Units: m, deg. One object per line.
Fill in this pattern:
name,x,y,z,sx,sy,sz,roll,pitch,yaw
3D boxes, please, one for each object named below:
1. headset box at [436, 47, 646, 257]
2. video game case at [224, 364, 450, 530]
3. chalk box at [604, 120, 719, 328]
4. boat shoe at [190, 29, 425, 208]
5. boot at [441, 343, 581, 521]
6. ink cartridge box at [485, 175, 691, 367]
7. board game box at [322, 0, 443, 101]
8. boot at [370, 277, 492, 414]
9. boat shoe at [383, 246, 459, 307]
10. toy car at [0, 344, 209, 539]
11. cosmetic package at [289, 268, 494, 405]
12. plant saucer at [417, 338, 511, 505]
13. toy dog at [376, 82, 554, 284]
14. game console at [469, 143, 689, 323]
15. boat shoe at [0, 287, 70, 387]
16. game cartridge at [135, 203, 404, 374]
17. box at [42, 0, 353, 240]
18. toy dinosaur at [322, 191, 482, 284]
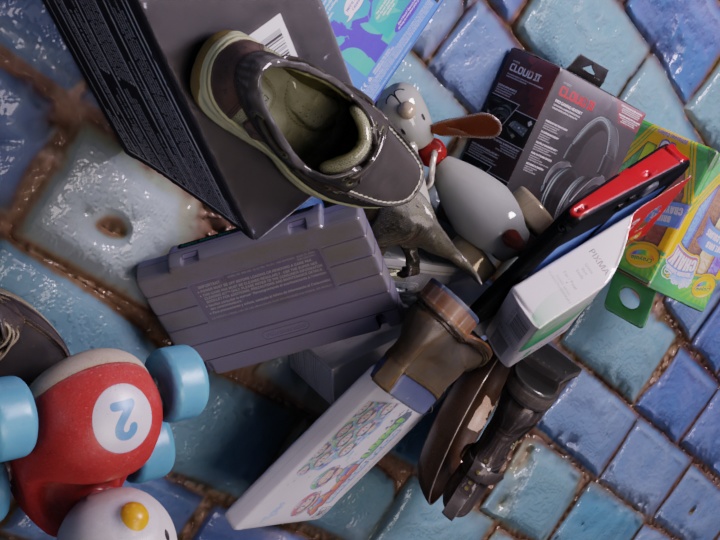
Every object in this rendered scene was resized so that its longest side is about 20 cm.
headset box,0.184,-0.114,1.137,0.148,0.077,0.202,16,104,-42
video game case,-0.016,0.169,1.087,0.200,0.024,0.182,-45,158,11
chalk box,0.326,-0.040,1.257,0.123,0.124,0.202,20,99,-43
boat shoe,-0.020,-0.083,0.725,0.200,0.066,0.073,29,91,-45
boot,0.150,0.165,1.210,0.176,0.069,0.200,-61,165,20
ink cartridge box,0.216,0.007,1.061,0.198,0.051,0.161,-29,166,-10
board game box,-0.017,-0.251,0.925,0.199,0.045,0.153,36,89,-44
boot,0.057,0.076,1.003,0.097,0.074,0.200,-48,160,-5
boat shoe,0.000,0.001,1.059,0.199,0.074,0.066,0,120,-34
toy car,-0.192,0.184,0.887,0.182,0.201,0.178,-9,144,-40
cosmetic package,0.034,0.057,1.106,0.198,0.082,0.051,-23,128,-27
plant saucer,0.109,0.148,1.197,0.201,0.032,0.201,-56,165,-24
toy dog,0.090,-0.073,1.015,0.198,0.096,0.133,28,93,-11
game console,0.195,-0.029,1.034,0.176,0.031,0.200,-31,167,-36
boat shoe,-0.292,0.045,0.845,0.199,0.073,0.075,35,90,-44
game cartridge,-0.074,0.016,0.964,0.197,0.039,0.131,-15,125,11
box,-0.116,-0.161,0.789,0.123,0.197,0.202,-39,132,-19
toy dinosaur,0.016,-0.047,0.965,0.077,0.200,0.103,-33,153,-34
